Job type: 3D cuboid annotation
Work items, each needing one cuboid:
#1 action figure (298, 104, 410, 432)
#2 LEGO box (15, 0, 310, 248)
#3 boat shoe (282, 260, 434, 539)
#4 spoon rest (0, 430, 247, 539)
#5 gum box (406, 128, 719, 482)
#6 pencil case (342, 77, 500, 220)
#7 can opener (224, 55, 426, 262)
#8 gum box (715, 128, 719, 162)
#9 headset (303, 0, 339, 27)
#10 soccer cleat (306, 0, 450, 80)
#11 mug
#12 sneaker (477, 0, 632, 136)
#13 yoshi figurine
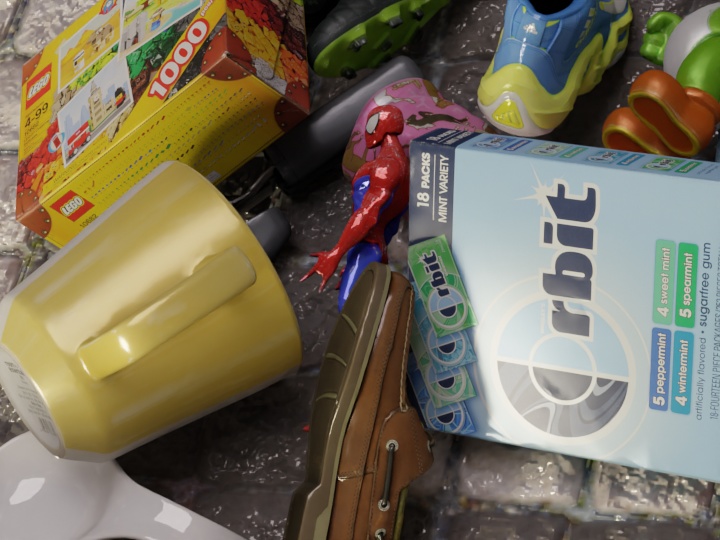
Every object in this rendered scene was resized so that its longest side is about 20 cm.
[{"bbox_3d":[0.000,0.000,1.516,0.051,0.065,0.202,11,86,17],"label":"action figure"},{"bbox_3d":[-0.128,-0.118,1.636,0.200,0.077,0.150,-36,40,29],"label":"LEGO box"},{"bbox_3d":[0.007,0.098,1.453,0.067,0.072,0.202,14,94,-11],"label":"boat shoe"},{"bbox_3d":[-0.155,0.148,1.519,0.199,0.061,0.100,13,61,27],"label":"spoon rest"},{"bbox_3d":[0.123,0.017,1.440,0.199,0.171,0.044,8,17,25],"label":"gum box"},{"bbox_3d":[0.079,-0.047,1.559,0.199,0.086,0.083,32,100,35],"label":"pencil case"},{"bbox_3d":[-0.033,-0.057,1.641,0.199,0.053,0.067,-34,83,-6],"label":"can opener"},{"bbox_3d":[0.308,-0.120,1.549,0.169,0.045,0.201,-3,55,19],"label":"gum box"},{"bbox_3d":[-0.056,-0.225,1.733,0.199,0.094,0.124,-29,49,-16],"label":"headset"},{"bbox_3d":[0.021,-0.195,1.676,0.081,0.068,0.200,41,56,14],"label":"soccer cleat"},{"bbox_3d":[-0.138,0.026,1.503,0.153,0.187,0.150,-32,62,-19],"label":"mug"},{"bbox_3d":[0.133,-0.169,1.581,0.075,0.106,0.200,18,38,7],"label":"sneaker"},{"bbox_3d":[0.211,-0.159,1.520,0.112,0.112,0.200,18,61,39],"label":"yoshi figurine"}]
